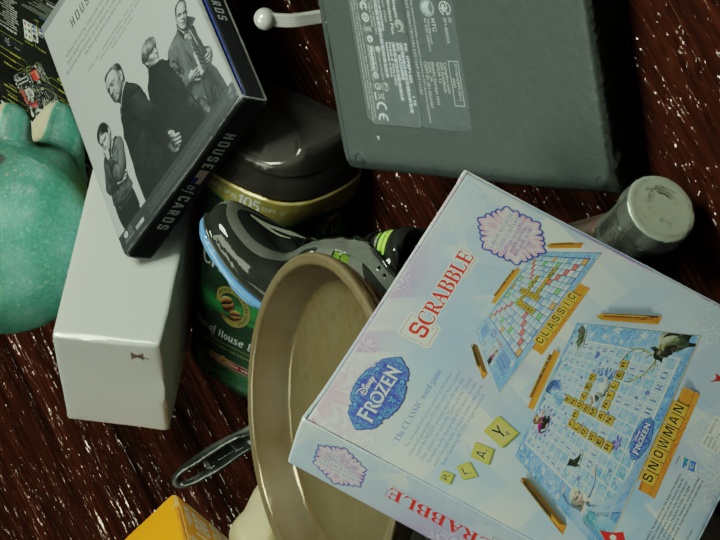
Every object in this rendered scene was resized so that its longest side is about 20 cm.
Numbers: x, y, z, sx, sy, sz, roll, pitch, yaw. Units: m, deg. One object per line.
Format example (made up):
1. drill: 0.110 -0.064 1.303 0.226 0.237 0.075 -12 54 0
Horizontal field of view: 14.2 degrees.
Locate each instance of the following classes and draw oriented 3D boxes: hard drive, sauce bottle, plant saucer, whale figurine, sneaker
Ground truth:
1. hard drive: 0.063 -0.118 1.603 0.200 0.033 0.140 8 115 43
2. sauce bottle: 0.122 0.009 1.597 0.066 0.066 0.200 61 147 15
3. plant saucer: -0.012 0.088 1.656 0.200 0.029 0.200 -162 69 -63
4. whale figurine: -0.215 -0.039 1.946 0.104 0.200 0.159 6 118 15
5. sneaker: 0.000 0.000 1.731 0.199 0.071 0.083 23 119 8

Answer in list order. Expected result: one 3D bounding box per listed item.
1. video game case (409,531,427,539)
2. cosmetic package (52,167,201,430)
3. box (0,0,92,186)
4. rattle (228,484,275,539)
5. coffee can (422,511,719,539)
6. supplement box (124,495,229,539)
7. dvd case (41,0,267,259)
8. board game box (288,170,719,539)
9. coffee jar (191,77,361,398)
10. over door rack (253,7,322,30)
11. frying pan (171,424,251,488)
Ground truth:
1. video game case: -0.001 0.155 1.698 0.143 0.017 0.200 24 110 59
2. cosmetic package: -0.142 -0.009 1.876 0.101 0.071 0.200 89 -172 -55
3. box: -0.197 -0.136 2.041 0.200 0.049 0.160 31 134 47
4. rattle: 0.021 0.204 1.862 0.200 0.130 0.143 21 137 24
5. coffee can: 0.143 0.183 1.579 0.200 0.146 0.146 57 147 22
6. supplement box: -0.066 0.251 1.863 0.200 0.074 0.126 43 -172 -25
7. dvd case: -0.133 -0.131 1.817 0.150 0.025 0.200 -51 47 35
8. board game box: 0.095 0.066 1.465 0.199 0.200 0.041 29 139 7
9. coffee jar: -0.055 -0.019 1.838 0.104 0.085 0.200 28 131 34
10. over door rack: -0.047 -0.227 1.729 0.200 0.067 0.148 42 139 39
11. frying pan: -0.048 0.078 1.823 0.031 0.190 0.115 -78 -27 -63
